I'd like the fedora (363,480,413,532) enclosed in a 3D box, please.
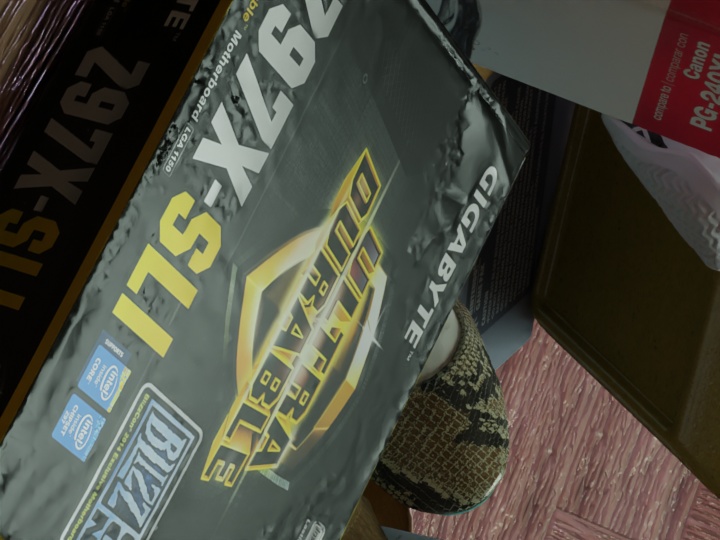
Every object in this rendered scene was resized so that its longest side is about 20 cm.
[{"bbox_3d":[-0.069,0.143,1.236,0.082,0.200,0.201,45,58,-39],"label":"fedora"}]

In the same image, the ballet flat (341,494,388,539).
[{"bbox_3d":[-0.034,0.068,0.922,0.200,0.067,0.073,-113,-171,-59],"label":"ballet flat"}]

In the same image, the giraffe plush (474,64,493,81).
[{"bbox_3d":[0.042,-0.165,1.002,0.162,0.171,0.201,158,-79,-80],"label":"giraffe plush"}]

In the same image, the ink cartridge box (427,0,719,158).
[{"bbox_3d":[0.068,-0.144,0.844,0.083,0.199,0.146,95,17,-68],"label":"ink cartridge box"}]

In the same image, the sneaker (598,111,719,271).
[{"bbox_3d":[0.148,-0.089,0.983,0.115,0.075,0.200,-32,-147,15],"label":"sneaker"}]

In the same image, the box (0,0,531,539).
[{"bbox_3d":[-0.039,0.006,0.705,0.160,0.049,0.201,47,65,-50],"label":"box"}]

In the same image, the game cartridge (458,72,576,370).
[{"bbox_3d":[0.049,-0.037,1.115,0.133,0.041,0.201,-33,138,-45],"label":"game cartridge"}]

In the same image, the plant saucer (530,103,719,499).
[{"bbox_3d":[0.137,-0.018,1.096,0.200,0.048,0.201,-133,-130,-57],"label":"plant saucer"}]

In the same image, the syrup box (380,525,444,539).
[{"bbox_3d":[-0.026,0.143,0.953,0.081,0.199,0.079,-49,129,-33],"label":"syrup box"}]

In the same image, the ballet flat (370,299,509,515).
[{"bbox_3d":[0.000,0.000,0.942,0.076,0.067,0.201,75,-5,-46],"label":"ballet flat"}]
